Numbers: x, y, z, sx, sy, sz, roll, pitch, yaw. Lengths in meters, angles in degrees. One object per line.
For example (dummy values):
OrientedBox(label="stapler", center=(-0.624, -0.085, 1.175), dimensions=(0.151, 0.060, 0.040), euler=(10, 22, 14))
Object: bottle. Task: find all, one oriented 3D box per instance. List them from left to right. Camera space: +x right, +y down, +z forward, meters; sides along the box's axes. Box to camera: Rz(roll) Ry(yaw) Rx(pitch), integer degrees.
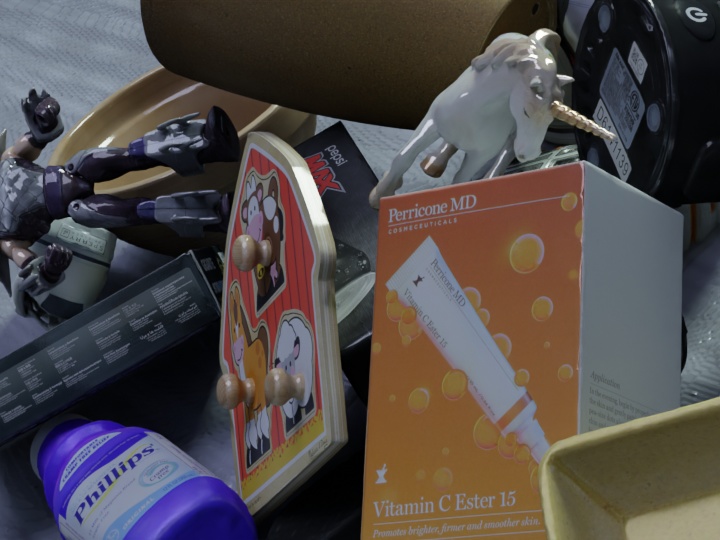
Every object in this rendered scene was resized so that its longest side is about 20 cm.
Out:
OrientedBox(label="bottle", center=(-0.132, 0.132, 1.444), dimensions=(0.083, 0.065, 0.200), euler=(-43, 30, -11))

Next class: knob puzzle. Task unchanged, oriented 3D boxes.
OrientedBox(label="knob puzzle", center=(-0.056, 0.020, 1.372), dimensions=(0.030, 0.222, 0.220), euler=(0, 22, -18))

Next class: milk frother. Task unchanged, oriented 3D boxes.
OrientedBox(label="milk frother", center=(0.209, -0.044, 1.335), dimensions=(0.186, 0.200, 0.182), euler=(-2, 63, -20))

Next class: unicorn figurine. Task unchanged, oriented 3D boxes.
OrientedBox(label="unicorn figurine", center=(0.067, -0.077, 1.306), dimensions=(0.138, 0.073, 0.200), euler=(-56, 10, 28))

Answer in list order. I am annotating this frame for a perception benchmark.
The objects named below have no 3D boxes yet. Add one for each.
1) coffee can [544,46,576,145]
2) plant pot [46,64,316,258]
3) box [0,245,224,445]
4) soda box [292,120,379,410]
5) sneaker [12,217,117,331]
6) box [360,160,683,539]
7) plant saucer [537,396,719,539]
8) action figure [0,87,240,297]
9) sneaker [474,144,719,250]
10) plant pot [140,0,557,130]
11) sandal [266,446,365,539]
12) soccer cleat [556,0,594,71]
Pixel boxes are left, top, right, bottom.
OrientedBox(label="coffee can", center=(0.127, -0.201, 1.574), dimensions=(0.145, 0.201, 0.147), euler=(-23, 29, 14))
OrientedBox(label="plant pot", center=(-0.105, -0.071, 1.701), dimensions=(0.199, 0.093, 0.201), euler=(-22, 25, 10))
OrientedBox(label="box", center=(-0.170, 0.053, 1.559), dimensions=(0.199, 0.046, 0.159), euler=(-30, 0, 4))
OrientedBox(label="soda box", center=(0.000, 0.000, 1.389), dimensions=(0.070, 0.064, 0.200), euler=(-30, 34, 0))
OrientedBox(label="sneaker", center=(-0.209, 0.002, 1.693), dimensions=(0.200, 0.073, 0.071), euler=(167, 125, -80))
OrientedBox(label="box", center=(0.079, 0.064, 1.216), dimensions=(0.124, 0.097, 0.202), euler=(-9, 69, 35))
OrientedBox(label="plant saucer", center=(0.186, 0.146, 1.062), dimensions=(0.198, 0.048, 0.201), euler=(-17, 57, 15))
OrientedBox(label="action figure", center=(-0.173, -0.052, 1.570), dimensions=(0.198, 0.131, 0.069), euler=(-8, -6, 11))
OrientedBox(label="sneaker", center=(0.125, -0.044, 1.420), dimensions=(0.199, 0.079, 0.077), euler=(-19, 32, -15))
OrientedBox(label="plant pot", center=(0.007, -0.161, 1.453), dimensions=(0.199, 0.187, 0.187), euler=(27, 59, 26))
OrientedBox(label="sandal", center=(0.037, 0.111, 1.345), dimensions=(0.200, 0.048, 0.076), euler=(-33, 27, 26))
OrientedBox(label="soccer cleat", center=(0.146, -0.150, 1.480), dimensions=(0.073, 0.201, 0.068), euler=(-29, 15, -5))
